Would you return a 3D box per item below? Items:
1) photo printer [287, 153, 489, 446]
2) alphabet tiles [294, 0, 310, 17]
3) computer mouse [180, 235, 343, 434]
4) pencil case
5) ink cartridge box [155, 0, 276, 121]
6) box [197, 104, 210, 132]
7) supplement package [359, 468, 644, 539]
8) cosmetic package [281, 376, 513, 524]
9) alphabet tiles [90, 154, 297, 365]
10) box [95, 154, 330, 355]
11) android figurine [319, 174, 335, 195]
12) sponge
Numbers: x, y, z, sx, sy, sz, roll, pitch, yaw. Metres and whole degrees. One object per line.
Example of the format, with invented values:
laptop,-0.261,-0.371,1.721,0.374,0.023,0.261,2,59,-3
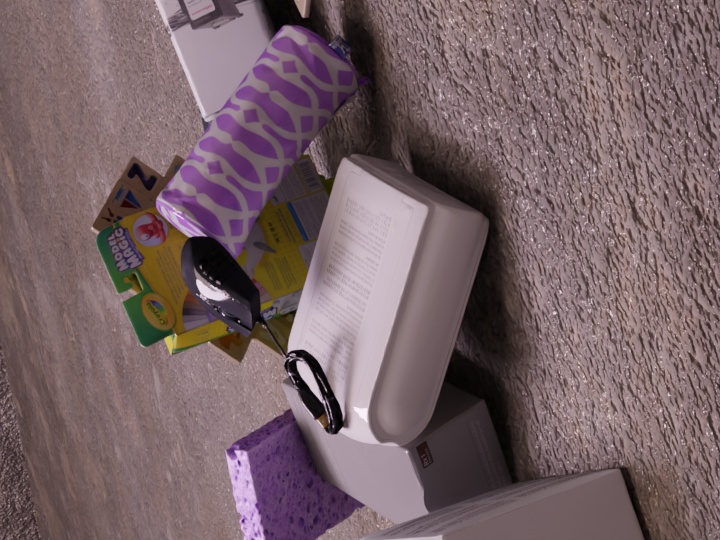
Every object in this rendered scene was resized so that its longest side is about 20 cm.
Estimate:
photo printer,0.015,0.027,1.569,0.166,0.069,0.202,33,109,59
alphabet tiles,-0.075,-0.326,1.608,0.168,0.007,0.201,99,149,-55
computer mouse,-0.081,0.051,1.563,0.200,0.034,0.059,49,147,25
pencil case,-0.080,-0.103,1.645,0.085,0.201,0.084,40,173,-22
ink cartridge box,-0.132,-0.243,1.764,0.145,0.083,0.202,-97,-15,-79
box,-0.114,-0.162,1.940,0.160,0.043,0.202,-160,55,-67
supplement package,0.118,0.259,1.472,0.200,0.146,0.193,154,98,-72
cosmetic package,0.030,0.138,1.659,0.199,0.090,0.108,22,139,51
alphabet tiles,-0.132,-0.011,1.757,0.199,0.167,0.006,35,132,-12
box,-0.111,-0.009,1.691,0.118,0.198,0.048,64,159,20
android figurine,0.000,0.000,1.757,0.183,0.041,0.200,91,154,-44
sponge,-0.033,0.166,1.770,0.030,0.199,0.113,4,112,39
